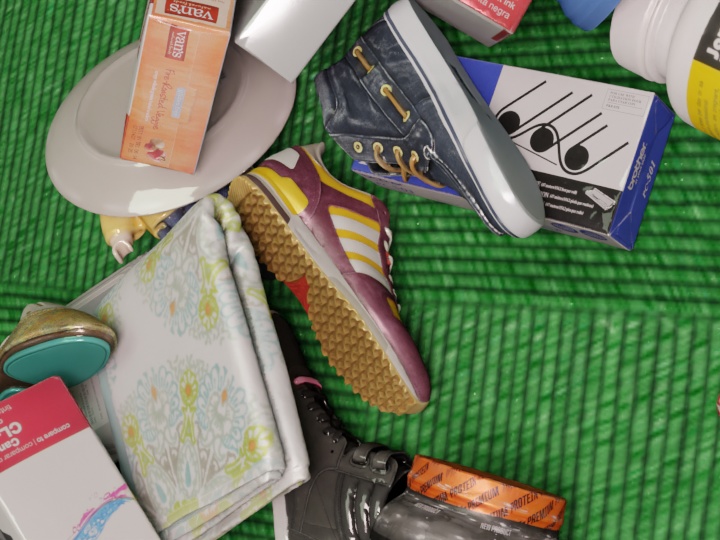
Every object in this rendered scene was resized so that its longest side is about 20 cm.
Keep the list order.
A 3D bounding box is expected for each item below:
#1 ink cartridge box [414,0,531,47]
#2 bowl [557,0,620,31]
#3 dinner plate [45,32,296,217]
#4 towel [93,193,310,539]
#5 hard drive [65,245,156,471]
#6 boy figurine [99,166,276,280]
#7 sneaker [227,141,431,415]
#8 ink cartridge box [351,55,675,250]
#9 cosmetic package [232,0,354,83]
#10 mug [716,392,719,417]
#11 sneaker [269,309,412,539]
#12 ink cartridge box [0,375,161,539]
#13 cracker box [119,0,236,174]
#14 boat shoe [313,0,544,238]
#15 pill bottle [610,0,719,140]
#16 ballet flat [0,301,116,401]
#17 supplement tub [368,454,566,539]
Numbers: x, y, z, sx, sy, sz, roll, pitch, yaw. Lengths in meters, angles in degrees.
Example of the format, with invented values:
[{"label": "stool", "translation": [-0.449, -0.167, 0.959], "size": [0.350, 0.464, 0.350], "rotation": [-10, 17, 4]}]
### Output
[{"label": "ink cartridge box", "translation": [0.105, -0.253, 0.932], "size": [0.083, 0.144, 0.201], "rotation": [29, 95, -3]}, {"label": "bowl", "translation": [0.173, -0.240, 0.872], "size": [0.039, 0.201, 0.201], "rotation": [30, 96, -4]}, {"label": "dinner plate", "translation": [-0.144, -0.121, 1.079], "size": [0.199, 0.024, 0.201], "rotation": [-10, 49, 11]}, {"label": "towel", "translation": [-0.110, 0.076, 0.975], "size": [0.171, 0.048, 0.201], "rotation": [-37, 63, 43]}, {"label": "hard drive", "translation": [-0.200, 0.089, 1.107], "size": [0.199, 0.038, 0.140], "rotation": [-32, 63, 22]}, {"label": "boy figurine", "translation": [-0.142, -0.051, 1.081], "size": [0.124, 0.065, 0.200], "rotation": [-40, 52, -23]}, {"label": "sneaker", "translation": [0.000, 0.000, 0.985], "size": [0.201, 0.090, 0.075], "rotation": [54, 149, 6]}, {"label": "ink cartridge box", "translation": [0.096, -0.084, 0.962], "size": [0.199, 0.044, 0.095], "rotation": [16, 85, 34]}, {"label": "cosmetic package", "translation": [-0.026, -0.219, 1.001], "size": [0.151, 0.052, 0.200], "rotation": [-53, 16, 12]}, {"label": "mug", "translation": [0.301, 0.118, 0.760], "size": [0.201, 0.176, 0.134], "rotation": [59, 145, 33]}, {"label": "sneaker", "translation": [-0.014, 0.113, 0.970], "size": [0.099, 0.071, 0.201], "rotation": [-20, 73, 23]}, {"label": "ink cartridge box", "translation": [-0.197, 0.195, 0.986], "size": [0.201, 0.085, 0.148], "rotation": [56, 148, 17]}, {"label": "cracker box", "translation": [-0.118, -0.186, 1.012], "size": [0.134, 0.057, 0.201], "rotation": [113, 164, -48]}, {"label": "boat shoe", "translation": [0.041, -0.078, 0.930], "size": [0.091, 0.071, 0.201], "rotation": [-38, 52, 16]}, {"label": "pill bottle", "translation": [0.246, -0.117, 0.839], "size": [0.199, 0.111, 0.112], "rotation": [32, 95, 34]}, {"label": "ballet flat", "translation": [-0.230, 0.060, 1.041], "size": [0.200, 0.070, 0.071], "rotation": [-42, 56, 48]}, {"label": "supplement tub", "translation": [0.050, 0.219, 0.868], "size": [0.122, 0.122, 0.201], "rotation": [13, 84, 33]}]
